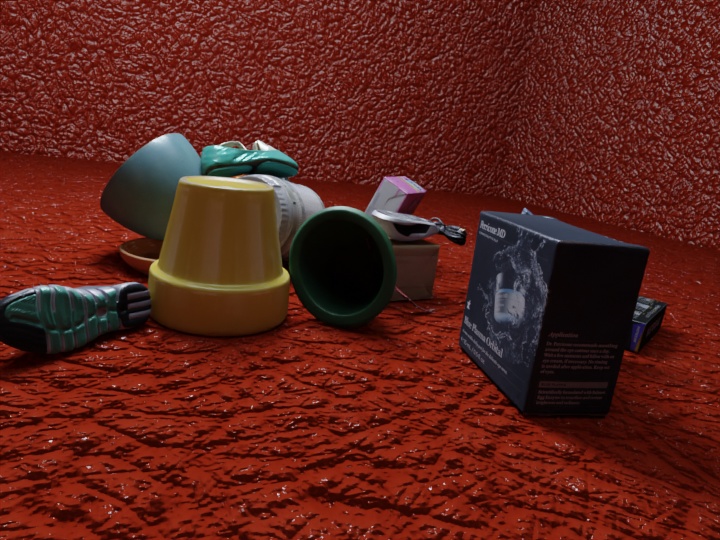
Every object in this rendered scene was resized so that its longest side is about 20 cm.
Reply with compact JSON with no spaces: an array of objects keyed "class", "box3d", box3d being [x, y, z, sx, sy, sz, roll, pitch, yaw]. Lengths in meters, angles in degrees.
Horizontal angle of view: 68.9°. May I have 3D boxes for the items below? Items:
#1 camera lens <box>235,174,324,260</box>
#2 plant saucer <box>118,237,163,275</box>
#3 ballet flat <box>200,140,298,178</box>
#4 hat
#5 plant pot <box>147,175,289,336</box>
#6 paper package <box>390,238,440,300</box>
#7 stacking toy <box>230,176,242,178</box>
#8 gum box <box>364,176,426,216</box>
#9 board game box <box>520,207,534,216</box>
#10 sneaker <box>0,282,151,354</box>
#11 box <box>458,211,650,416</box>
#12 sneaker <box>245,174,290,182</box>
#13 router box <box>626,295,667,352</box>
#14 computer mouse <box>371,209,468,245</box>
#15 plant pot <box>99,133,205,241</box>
[{"class":"camera lens","box3d":[-0.168,-0.100,1.034,0.159,0.161,0.200,13,5,20]},{"class":"plant saucer","box3d":[-0.331,-0.023,0.954,0.198,0.038,0.200,6,14,-2]},{"class":"ballet flat","box3d":[-0.208,-0.214,0.996,0.199,0.071,0.067,-9,-13,-38]},{"class":"hat","box3d":[0.000,0.000,0.836,0.164,0.202,0.176,-15,1,18]},{"class":"plant pot","box3d":[-0.196,-0.031,0.746,0.199,0.191,0.201,6,15,-2]},{"class":"paper package","box3d":[0.019,-0.021,0.989,0.189,0.104,0.200,-2,18,-33]},{"class":"stacking toy","box3d":[-0.274,-0.161,1.168,0.109,0.202,0.116,1,12,0]},{"class":"gum box","box3d":[0.053,-0.106,1.166,0.066,0.201,0.113,38,24,16]},{"class":"board game box","box3d":[0.280,0.015,0.787,0.198,0.202,0.062,10,14,12]},{"class":"sneaker","box3d":[-0.348,0.053,0.617,0.087,0.075,0.200,-1,0,24]},{"class":"box","box3d":[0.223,0.042,0.655,0.116,0.202,0.197,4,14,-13]},{"class":"sneaker","box3d":[-0.178,-0.164,1.169,0.200,0.078,0.078,39,28,-50]},{"class":"router box","box3d":[0.441,0.074,0.939,0.156,0.053,0.199,19,18,36]},{"class":"computer mouse","box3d":[0.099,-0.074,0.951,0.199,0.044,0.109,4,18,-37]},{"class":"plant pot","box3d":[-0.351,-0.131,0.971,0.135,0.200,0.200,44,16,-2]}]
